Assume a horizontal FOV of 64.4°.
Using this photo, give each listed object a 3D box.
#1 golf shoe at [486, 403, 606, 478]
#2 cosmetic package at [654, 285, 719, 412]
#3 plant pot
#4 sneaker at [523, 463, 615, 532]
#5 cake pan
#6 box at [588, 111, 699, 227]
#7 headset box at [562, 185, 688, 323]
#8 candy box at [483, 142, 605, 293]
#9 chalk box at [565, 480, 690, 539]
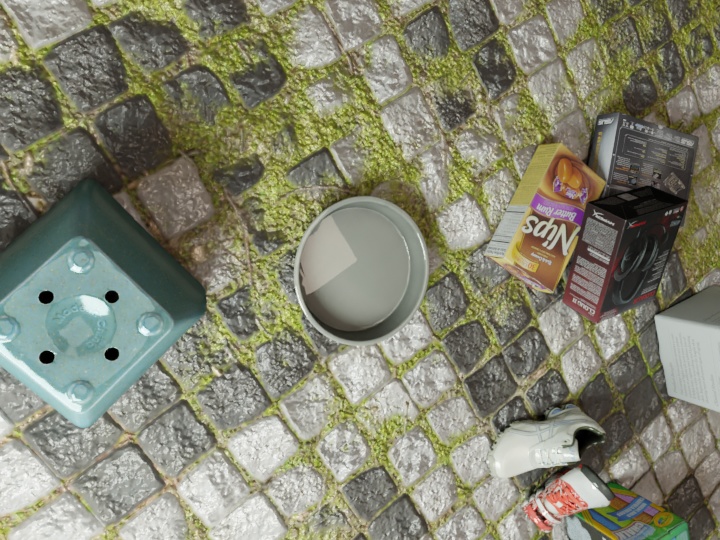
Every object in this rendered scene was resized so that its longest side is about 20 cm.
[{"bbox_3d":[0.298,0.278,0.910,0.199,0.097,0.079,-23,105,-19],"label":"golf shoe"},{"bbox_3d":[0.662,0.141,0.997,0.165,0.200,0.169,-21,104,-20],"label":"cosmetic package"},{"bbox_3d":[-0.277,0.037,0.576,0.196,0.200,0.196,-46,110,-13],"label":"plant pot"},{"bbox_3d":[0.316,0.359,0.885,0.108,0.202,0.067,-38,73,-8],"label":"sneaker"},{"bbox_3d":[0.000,0.000,0.781,0.199,0.037,0.202,-3,97,-24],"label":"cake pan"},{"bbox_3d":[0.473,-0.165,0.964,0.198,0.048,0.160,6,95,-24],"label":"box"},{"bbox_3d":[0.411,-0.018,0.904,0.148,0.077,0.201,-15,123,-27],"label":"headset box"},{"bbox_3d":[0.288,-0.081,0.890,0.116,0.056,0.201,30,85,-25],"label":"candy box"},{"bbox_3d":[0.458,0.464,0.943,0.123,0.200,0.126,-17,102,-21],"label":"chalk box"}]
